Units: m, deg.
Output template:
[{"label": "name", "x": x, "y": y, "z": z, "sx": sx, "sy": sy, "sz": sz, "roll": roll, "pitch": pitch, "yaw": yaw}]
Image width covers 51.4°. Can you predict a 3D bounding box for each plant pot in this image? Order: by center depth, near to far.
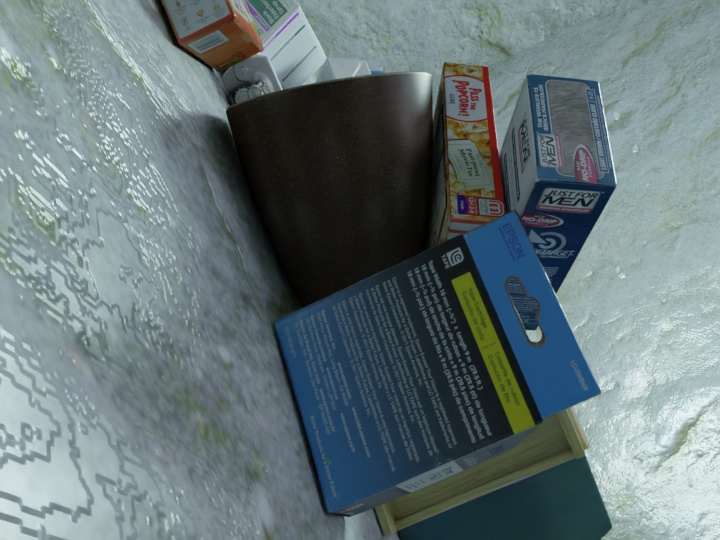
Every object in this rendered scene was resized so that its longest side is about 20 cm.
[{"label": "plant pot", "x": -0.013, "y": -0.053, "z": 0.664, "sx": 0.187, "sy": 0.181, "sz": 0.206, "roll": -70, "pitch": 151, "yaw": -82}, {"label": "plant pot", "x": 0.145, "y": 0.244, "z": 0.778, "sx": 0.141, "sy": 0.196, "sz": 0.144, "roll": -76, "pitch": 142, "yaw": -80}]

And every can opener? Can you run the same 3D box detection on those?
[{"label": "can opener", "x": -0.081, "y": -0.128, "z": 0.777, "sx": 0.067, "sy": 0.051, "sz": 0.204, "roll": -100, "pitch": 167, "yaw": -70}]

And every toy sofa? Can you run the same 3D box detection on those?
[{"label": "toy sofa", "x": 0.101, "y": 0.160, "z": 0.679, "sx": 0.085, "sy": 0.196, "sz": 0.097, "roll": 67, "pitch": 11, "yaw": 14}]

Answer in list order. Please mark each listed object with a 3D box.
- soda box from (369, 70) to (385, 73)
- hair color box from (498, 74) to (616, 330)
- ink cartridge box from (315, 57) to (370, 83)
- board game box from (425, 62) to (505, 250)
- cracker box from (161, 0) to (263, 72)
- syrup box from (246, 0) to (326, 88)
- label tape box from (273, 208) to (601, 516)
[{"label": "soda box", "x": -0.006, "y": -0.202, "z": 1.152, "sx": 0.069, "sy": 0.063, "sz": 0.203, "roll": 60, "pitch": -36, "yaw": 36}, {"label": "hair color box", "x": 0.138, "y": -0.045, "z": 0.604, "sx": 0.202, "sy": 0.059, "sz": 0.102, "roll": 97, "pitch": -4, "yaw": -57}, {"label": "ink cartridge box", "x": -0.039, "y": -0.190, "z": 1.079, "sx": 0.201, "sy": 0.066, "sz": 0.120, "roll": -55, "pitch": -132, "yaw": 51}, {"label": "board game box", "x": 0.085, "y": -0.061, "z": 0.670, "sx": 0.154, "sy": 0.045, "sz": 0.204, "roll": 97, "pitch": -2, "yaw": -49}, {"label": "cracker box", "x": -0.157, "y": -0.290, "z": 0.656, "sx": 0.134, "sy": 0.056, "sz": 0.205, "roll": -53, "pitch": 121, "yaw": -84}, {"label": "syrup box", "x": -0.110, "y": -0.308, "z": 0.975, "sx": 0.079, "sy": 0.081, "sz": 0.200, "roll": 48, "pitch": 3, "yaw": 7}, {"label": "label tape box", "x": 0.051, "y": 0.069, "z": 0.538, "sx": 0.063, "sy": 0.196, "sz": 0.147, "roll": 52, "pitch": 16, "yaw": -64}]
